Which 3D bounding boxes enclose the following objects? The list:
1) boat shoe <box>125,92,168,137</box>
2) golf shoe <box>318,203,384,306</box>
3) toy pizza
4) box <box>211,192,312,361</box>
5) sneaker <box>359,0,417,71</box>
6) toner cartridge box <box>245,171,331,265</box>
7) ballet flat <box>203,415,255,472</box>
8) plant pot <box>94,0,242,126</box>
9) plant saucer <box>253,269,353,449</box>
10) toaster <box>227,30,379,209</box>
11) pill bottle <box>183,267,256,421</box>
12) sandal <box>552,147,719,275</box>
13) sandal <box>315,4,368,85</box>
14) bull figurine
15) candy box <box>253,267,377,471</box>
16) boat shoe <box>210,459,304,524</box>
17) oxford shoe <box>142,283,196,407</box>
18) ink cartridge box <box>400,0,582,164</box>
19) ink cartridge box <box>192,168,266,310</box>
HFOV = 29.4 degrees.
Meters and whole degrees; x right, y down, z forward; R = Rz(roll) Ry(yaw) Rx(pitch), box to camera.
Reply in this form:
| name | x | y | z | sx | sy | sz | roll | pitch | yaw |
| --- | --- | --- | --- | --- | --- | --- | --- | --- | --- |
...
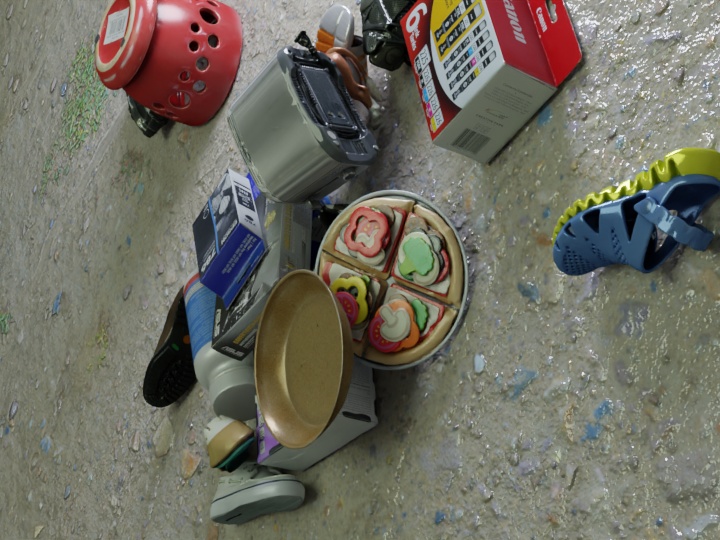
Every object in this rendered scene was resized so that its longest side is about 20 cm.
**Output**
| name | x | y | z | sx | sy | sz | roll | pitch | yaw |
| --- | --- | --- | --- | --- | --- | --- | --- | --- | --- |
| boat shoe | -0.376 | -0.290 | 2.326 | 0.068 | 0.071 | 0.200 | -59 | 37 | 14 |
| golf shoe | 0.000 | 0.000 | 1.615 | 0.078 | 0.094 | 0.201 | -51 | 40 | 28 |
| toy pizza | 0.028 | 0.010 | 1.541 | 0.198 | 0.032 | 0.203 | -1 | 88 | 29 |
| box | -0.123 | -0.010 | 1.729 | 0.158 | 0.048 | 0.202 | -44 | 31 | 38 |
| sneaker | 0.063 | -0.313 | 1.676 | 0.199 | 0.075 | 0.116 | -27 | 57 | 53 |
| toner cartridge box | -0.095 | -0.095 | 1.844 | 0.095 | 0.043 | 0.201 | -55 | 37 | 25 |
| ballet flat | -0.174 | 0.216 | 1.730 | 0.068 | 0.063 | 0.200 | -39 | -7 | -16 |
| plant pot | -0.308 | -0.345 | 2.152 | 0.200 | 0.181 | 0.203 | -26 | 57 | 50 |
| plant saucer | -0.059 | 0.101 | 1.559 | 0.199 | 0.035 | 0.203 | -12 | 76 | 56 |
| toaster | -0.077 | -0.174 | 1.652 | 0.129 | 0.113 | 0.202 | -38 | 69 | 30 |
| pill bottle | -0.170 | 0.093 | 1.810 | 0.112 | 0.111 | 0.202 | -48 | 40 | 34 |
| sandal | 0.254 | -0.036 | 1.266 | 0.199 | 0.079 | 0.088 | -34 | 53 | 47 |
| sandal | -0.024 | -0.251 | 1.800 | 0.079 | 0.058 | 0.209 | 53 | 141 | 45 |
| bull figurine | -0.050 | -0.189 | 1.749 | 0.200 | 0.121 | 0.065 | -52 | -6 | 38 |
| candy box | -0.059 | 0.119 | 1.669 | 0.167 | 0.071 | 0.202 | -38 | 47 | 44 |
| boat shoe | -0.136 | 0.269 | 1.716 | 0.199 | 0.073 | 0.068 | -26 | 58 | 50 |
| oxford shoe | -0.261 | 0.105 | 1.997 | 0.202 | 0.072 | 0.085 | -64 | 17 | 11 |
| ink cartridge box | 0.141 | -0.256 | 1.522 | 0.176 | 0.083 | 0.202 | -46 | 41 | 35 |
| ink cartridge box | -0.170 | -0.043 | 1.753 | 0.100 | 0.039 | 0.201 | -55 | 26 | 18 |
